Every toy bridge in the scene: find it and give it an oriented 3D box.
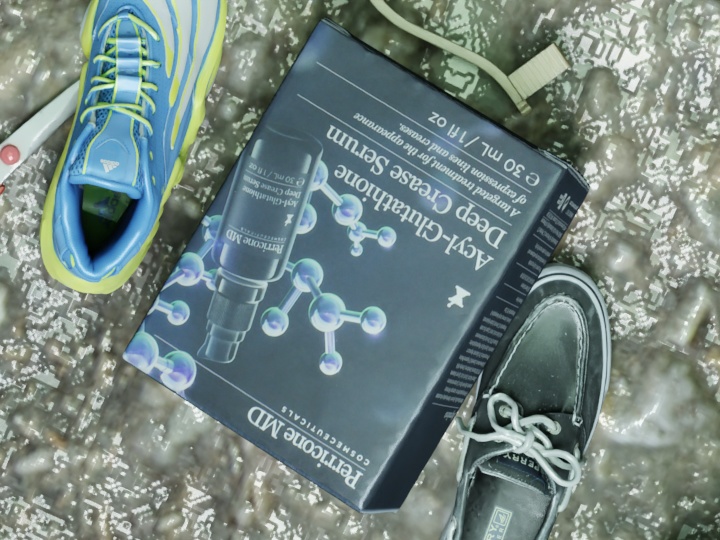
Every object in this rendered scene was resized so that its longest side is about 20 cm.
[{"bbox_3d":[0.030,-0.163,1.403,0.067,0.027,0.201,-35,92,4],"label":"toy bridge"}]

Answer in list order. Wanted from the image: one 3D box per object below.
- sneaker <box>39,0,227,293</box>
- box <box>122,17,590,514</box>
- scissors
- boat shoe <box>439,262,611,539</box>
[{"bbox_3d":[-0.111,-0.081,1.365,0.075,0.105,0.201,12,96,-10],"label":"sneaker"},{"bbox_3d":[0.000,0.000,1.357,0.148,0.107,0.201,31,92,12],"label":"box"},{"bbox_3d":[-0.199,-0.057,1.414,0.073,0.014,0.201,34,93,-2],"label":"scissors"},{"bbox_3d":[0.082,0.095,1.394,0.073,0.068,0.200,22,92,-1],"label":"boat shoe"}]
